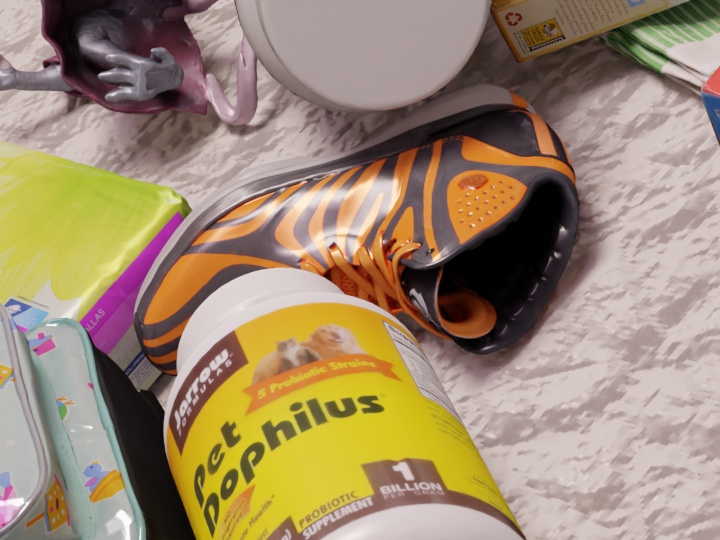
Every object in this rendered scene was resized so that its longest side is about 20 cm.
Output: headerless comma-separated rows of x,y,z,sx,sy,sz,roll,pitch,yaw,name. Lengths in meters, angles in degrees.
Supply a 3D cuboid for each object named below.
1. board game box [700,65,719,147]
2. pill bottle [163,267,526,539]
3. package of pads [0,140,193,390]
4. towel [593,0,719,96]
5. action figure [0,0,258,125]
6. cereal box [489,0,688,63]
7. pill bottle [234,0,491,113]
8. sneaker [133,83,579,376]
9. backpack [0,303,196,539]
0.265,-0.090,0.988,0.199,0.056,0.196,23,64,42,board game box
-0.010,0.082,0.975,0.109,0.109,0.200,-32,35,2,pill bottle
-0.168,0.016,1.217,0.199,0.068,0.155,15,57,47,package of pads
0.199,-0.121,1.127,0.152,0.023,0.200,-39,35,-9,towel
-0.122,-0.151,1.352,0.148,0.135,0.200,6,9,-4,action figure
0.151,-0.180,1.180,0.199,0.040,0.144,-18,40,17,cereal box
-0.002,-0.131,1.164,0.113,0.114,0.200,-32,12,2,pill bottle
0.000,0.000,1.093,0.199,0.078,0.112,-31,34,3,sneaker
-0.166,0.123,1.021,0.200,0.153,0.176,-36,40,8,backpack
